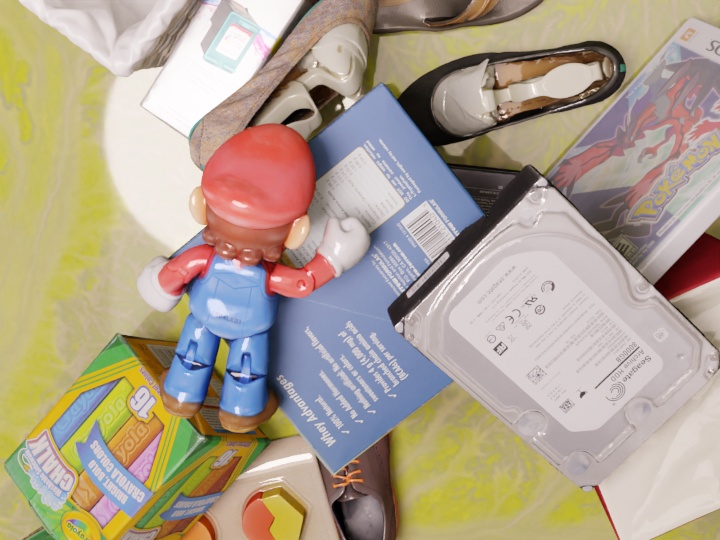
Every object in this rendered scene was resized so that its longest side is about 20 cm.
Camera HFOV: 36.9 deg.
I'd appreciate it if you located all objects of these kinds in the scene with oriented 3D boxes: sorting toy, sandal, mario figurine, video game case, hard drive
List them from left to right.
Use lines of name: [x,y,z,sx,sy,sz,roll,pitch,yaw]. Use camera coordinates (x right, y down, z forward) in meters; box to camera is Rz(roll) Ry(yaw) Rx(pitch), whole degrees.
sorting toy: [-0.109,0.266,0.987,0.184,0.036,0.201,-14,99,5]
mario figurine: [-0.072,-0.001,0.719,0.123,0.106,0.201,3,112,-33]
sandal: [0.076,-0.237,0.877,0.198,0.055,0.082,-9,103,-6]
hard drive: [0.135,0.045,0.729,0.200,0.038,0.140,41,101,-21]
video game case: [0.239,-0.097,0.839,0.023,0.182,0.200,36,101,-28]

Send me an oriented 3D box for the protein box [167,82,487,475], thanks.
protein box: [0.000,0.000,0.809,0.200,0.135,0.199,-38,96,7]

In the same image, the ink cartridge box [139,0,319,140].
ink cartridge box: [-0.086,-0.198,0.866,0.067,0.116,0.201,34,99,-3]

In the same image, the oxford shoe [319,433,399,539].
oxford shoe: [-0.005,0.164,0.945,0.071,0.073,0.201,-15,98,6]

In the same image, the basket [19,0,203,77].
basket: [-0.188,-0.285,0.834,0.200,0.161,0.199,37,99,-4]

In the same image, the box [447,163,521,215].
box: [0.040,-0.023,0.909,0.198,0.079,0.142,7,96,1]

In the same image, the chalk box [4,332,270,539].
chalk box: [-0.201,0.170,0.913,0.124,0.125,0.200,45,100,21]

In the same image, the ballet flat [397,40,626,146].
ballet flat: [0.121,-0.151,0.888,0.199,0.068,0.068,-16,99,6]

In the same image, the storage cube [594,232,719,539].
storage cube: [0.240,0.084,0.867,0.170,0.180,0.201,-22,99,6]

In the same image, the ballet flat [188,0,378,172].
ballet flat: [-0.040,-0.136,0.811,0.200,0.068,0.067,-48,51,-10]
